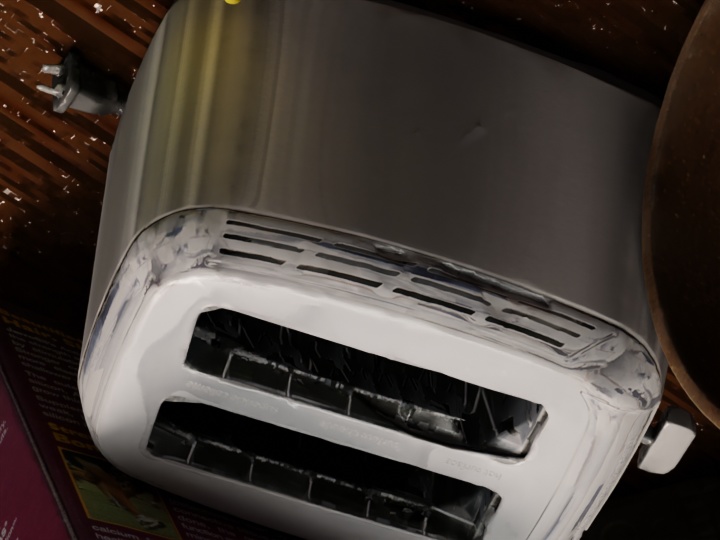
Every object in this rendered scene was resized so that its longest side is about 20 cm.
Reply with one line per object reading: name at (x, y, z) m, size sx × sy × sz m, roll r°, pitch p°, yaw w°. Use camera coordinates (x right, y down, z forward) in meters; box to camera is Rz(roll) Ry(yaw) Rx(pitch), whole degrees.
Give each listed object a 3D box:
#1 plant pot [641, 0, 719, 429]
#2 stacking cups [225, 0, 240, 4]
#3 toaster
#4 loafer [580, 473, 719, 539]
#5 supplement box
plant pot at (0.210, -0.009, 0.791) m, size 0.200 × 0.187 × 0.187 m, roll 23°, pitch 131°, yaw -34°
stacking cups at (-0.127, -0.111, 0.806) m, size 0.200 × 0.061 × 0.061 m, roll 6°, pitch 131°, yaw 7°
toaster at (0.000, 0.000, 0.834) m, size 0.200 × 0.129 × 0.114 m, roll 18°, pitch 129°, yaw -10°
loafer at (0.068, 0.116, 0.963) m, size 0.200 × 0.076 × 0.068 m, roll -8°, pitch 123°, yaw 12°
supplement box at (-0.062, 0.096, 0.848) m, size 0.110 × 0.200 × 0.086 m, roll 20°, pitch 106°, yaw -25°
